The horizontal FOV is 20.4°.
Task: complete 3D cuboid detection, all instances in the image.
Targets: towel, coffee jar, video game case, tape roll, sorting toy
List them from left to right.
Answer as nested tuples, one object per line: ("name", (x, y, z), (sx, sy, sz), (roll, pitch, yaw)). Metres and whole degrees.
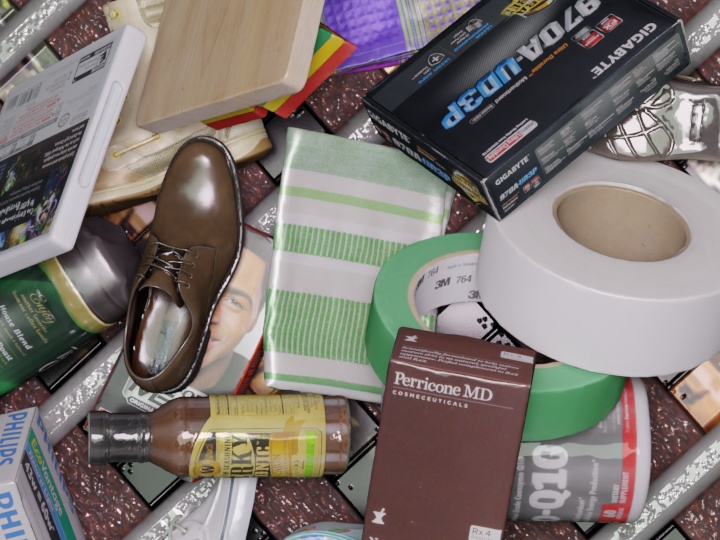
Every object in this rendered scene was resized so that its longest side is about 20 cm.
("coffee jar", (-0.262, 0.038, 1.566), (0.199, 0.104, 0.086), (-33, 93, 9))
("video game case", (-0.243, -0.080, 1.513), (0.023, 0.199, 0.183), (30, 64, -28))
("sorting toy", (-0.067, -0.202, 1.491), (0.069, 0.198, 0.201), (24, 70, -34))
("towel", (0.000, 0.000, 1.558), (0.152, 0.023, 0.202), (8, 89, -26))
("towel", (0.012, -0.234, 1.595), (0.198, 0.023, 0.145), (-12, 89, 5))
("tape roll", (0.104, 0.046, 1.492), (0.199, 0.201, 0.048), (13, 124, 5))
("tape roll", (0.188, -0.009, 1.487), (0.201, 0.203, 0.071), (13, 123, 5))

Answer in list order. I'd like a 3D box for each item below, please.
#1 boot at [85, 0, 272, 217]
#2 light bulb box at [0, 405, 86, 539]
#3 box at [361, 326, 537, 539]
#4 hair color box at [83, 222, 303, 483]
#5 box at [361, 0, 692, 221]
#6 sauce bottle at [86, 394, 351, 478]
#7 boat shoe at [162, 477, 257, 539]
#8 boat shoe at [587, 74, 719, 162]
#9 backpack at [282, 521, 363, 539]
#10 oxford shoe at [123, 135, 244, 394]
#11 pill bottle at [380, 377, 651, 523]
("boot", (-0.186, -0.132, 1.582), (0.199, 0.073, 0.157), (-19, 89, -2))
("light bulb box", (-0.318, 0.235, 1.534), (0.198, 0.125, 0.199), (-14, 113, 5))
("box", (0.057, 0.149, 1.387), (0.099, 0.075, 0.202), (9, 107, 5))
("hair color box", (-0.128, 0.056, 1.583), (0.101, 0.061, 0.201), (25, 90, 6))
("box", (0.123, -0.144, 1.501), (0.200, 0.046, 0.159), (-39, 45, -12))
("sauce bottle", (-0.108, 0.127, 1.520), (0.198, 0.065, 0.065), (-1, 89, -7))
("boat shoe", (-0.129, 0.223, 1.572), (0.066, 0.074, 0.202), (14, 91, -4))
("boat shoe", (0.235, -0.117, 1.549), (0.198, 0.073, 0.075), (12, 95, 9))
("backpack", (0.003, 0.283, 1.527), (0.199, 0.153, 0.177), (14, 95, 13))
("oxford shoe", (-0.134, -0.005, 1.514), (0.072, 0.084, 0.202), (9, 88, 8))
("pill bottle", (0.115, 0.134, 1.525), (0.198, 0.114, 0.115), (1, 89, -1))
